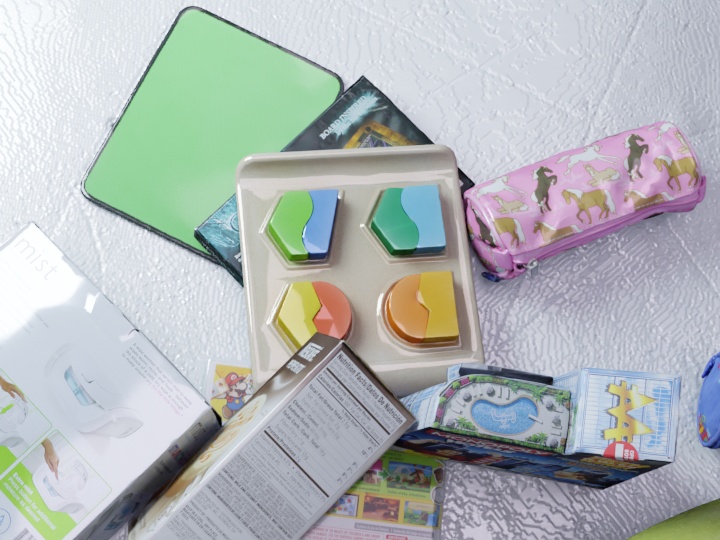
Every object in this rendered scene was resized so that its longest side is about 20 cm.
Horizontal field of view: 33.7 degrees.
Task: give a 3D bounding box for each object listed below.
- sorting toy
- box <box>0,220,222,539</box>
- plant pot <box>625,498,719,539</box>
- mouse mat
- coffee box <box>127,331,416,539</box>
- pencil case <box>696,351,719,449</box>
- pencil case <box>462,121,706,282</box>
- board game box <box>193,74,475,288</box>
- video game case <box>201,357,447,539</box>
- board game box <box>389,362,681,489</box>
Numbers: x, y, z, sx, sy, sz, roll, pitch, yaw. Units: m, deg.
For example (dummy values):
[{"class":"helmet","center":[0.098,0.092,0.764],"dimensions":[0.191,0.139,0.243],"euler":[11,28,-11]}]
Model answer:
[{"class":"sorting toy","center":[0.000,0.000,0.935],"dimensions":[0.184,0.036,0.201],"euler":[-4,78,-10]},{"class":"box","center":[-0.233,0.098,0.870],"dimensions":[0.200,0.097,0.176],"euler":[43,76,11]},{"class":"plant pot","center":[0.240,0.246,0.819],"dimensions":[0.199,0.187,0.188],"euler":[0,74,-24]},{"class":"mouse mat","center":[-0.122,-0.114,1.000],"dimensions":[0.160,0.008,0.201],"euler":[26,72,1]},{"class":"coffee box","center":[-0.066,0.142,0.836],"dimensions":[0.200,0.114,0.080],"euler":[-45,98,-9]},{"class":"pencil case","center":[0.370,0.111,0.954],"dimensions":[0.199,0.078,0.087],"euler":[7,49,-4]},{"class":"pencil case","center":[0.184,-0.059,0.980],"dimensions":[0.199,0.083,0.087],"euler":[-22,92,-12]},{"class":"board game box","center":[-0.020,-0.050,0.978],"dimensions":[0.135,0.028,0.200],"euler":[45,74,3]},{"class":"video game case","center":[-0.034,0.170,0.923],"dimensions":[0.199,0.023,0.183],"euler":[8,74,-3]},{"class":"board game box","center":[0.132,0.107,0.850],"dimensions":[0.199,0.200,0.062],"euler":[12,74,-13]}]
